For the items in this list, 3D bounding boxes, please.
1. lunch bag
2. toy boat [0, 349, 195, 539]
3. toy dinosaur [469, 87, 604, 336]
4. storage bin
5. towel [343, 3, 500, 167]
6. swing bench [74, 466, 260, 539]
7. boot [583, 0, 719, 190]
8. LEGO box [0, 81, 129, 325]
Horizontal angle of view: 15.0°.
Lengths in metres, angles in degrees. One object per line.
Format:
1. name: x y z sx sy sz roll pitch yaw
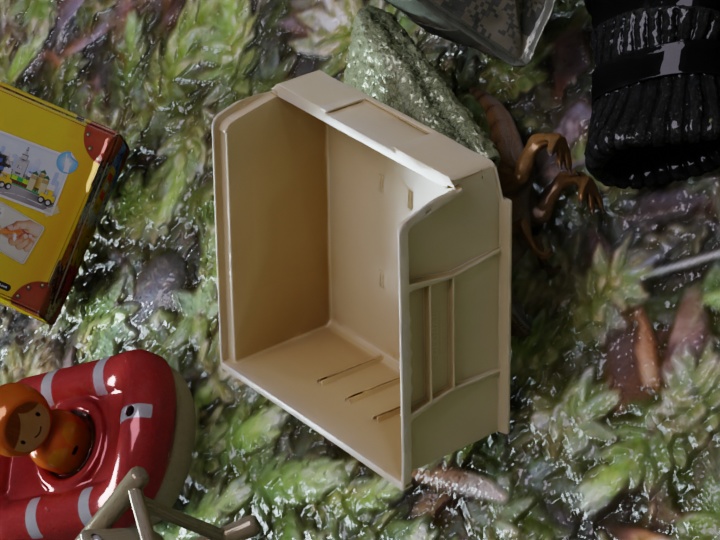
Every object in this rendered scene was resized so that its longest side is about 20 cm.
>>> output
1. lunch bag: 0.030 -0.233 1.800 0.118 0.199 0.164 -58 24 0
2. toy boat: -0.214 0.118 1.920 0.199 0.130 0.131 -15 61 36
3. toy dinosaur: 0.099 -0.059 1.785 0.106 0.060 0.201 -19 58 35
4. storage bin: 0.000 0.000 1.751 0.200 0.093 0.200 31 131 45
5. towel: 0.032 -0.069 1.810 0.200 0.036 0.149 -122 32 -41
6. swing bench: -0.155 0.275 1.795 0.200 0.129 0.200 -36 50 23
7. boot: 0.225 -0.152 1.704 0.211 0.079 0.159 -32 44 39
8. LEGO box: -0.295 -0.068 2.042 0.199 0.077 0.150 23 83 3
